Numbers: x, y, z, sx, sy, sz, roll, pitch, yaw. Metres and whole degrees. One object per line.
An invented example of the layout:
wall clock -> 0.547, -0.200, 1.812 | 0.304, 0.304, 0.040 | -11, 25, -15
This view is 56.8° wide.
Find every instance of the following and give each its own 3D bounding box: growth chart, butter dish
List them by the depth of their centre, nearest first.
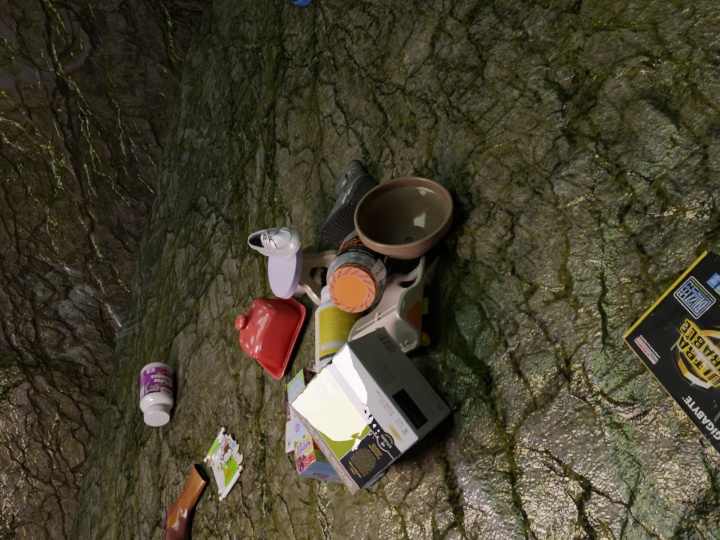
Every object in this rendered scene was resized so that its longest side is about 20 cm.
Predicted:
butter dish -> -0.253, 0.150, 1.718 | 0.199, 0.147, 0.202 | 25, 93, 57
growth chart -> -0.370, 0.520, 1.815 | 0.146, 0.018, 0.200 | -62, 33, 11

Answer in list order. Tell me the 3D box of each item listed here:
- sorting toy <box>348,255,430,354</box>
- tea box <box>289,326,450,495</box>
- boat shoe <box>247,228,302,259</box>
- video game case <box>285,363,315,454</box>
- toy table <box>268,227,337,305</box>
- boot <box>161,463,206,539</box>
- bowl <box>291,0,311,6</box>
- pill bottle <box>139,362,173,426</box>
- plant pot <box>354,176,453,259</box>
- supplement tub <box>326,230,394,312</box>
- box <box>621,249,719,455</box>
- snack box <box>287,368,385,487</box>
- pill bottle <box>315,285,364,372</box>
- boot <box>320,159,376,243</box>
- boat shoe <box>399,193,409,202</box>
sorting toy -> 0.081, 0.065, 1.315 | 0.200, 0.106, 0.182 | -38, 31, 54
tea box -> 0.014, 0.247, 1.192 | 0.201, 0.133, 0.197 | 52, 121, 14
boat shoe -> -0.214, -0.074, 1.635 | 0.199, 0.068, 0.073 | 10, 82, 56
video game case -> -0.102, 0.303, 1.508 | 0.199, 0.036, 0.183 | -35, 46, 43
toy table -> -0.150, -0.007, 1.676 | 0.183, 0.116, 0.202 | -35, 47, 42
boot -> -0.477, 0.675, 1.872 | 0.201, 0.068, 0.188 | -59, 25, 4
bowl -> -0.179, -1.031, 2.354 | 0.200, 0.039, 0.203 | -33, 47, 44
pill bottle -> -0.692, 0.422, 2.267 | 0.113, 0.111, 0.201 | -50, 38, 28
plant pot -> 0.093, -0.090, 1.340 | 0.198, 0.093, 0.203 | -9, 47, 9
supplement tub -> 0.000, 0.000, 1.370 | 0.123, 0.122, 0.200 | -53, 6, 24
box -> 0.434, 0.098, 0.798 | 0.160, 0.049, 0.201 | -52, 36, 23
snack box -> -0.050, 0.308, 1.303 | 0.068, 0.167, 0.202 | -45, 38, 32
pill bottle -> -0.044, 0.132, 1.444 | 0.111, 0.110, 0.202 | -37, 45, 41
boot -> -0.039, -0.171, 1.660 | 0.201, 0.067, 0.131 | -53, 30, 12
boat shoe -> 0.060, -0.150, 1.491 | 0.199, 0.057, 0.068 | -6, 68, 55
